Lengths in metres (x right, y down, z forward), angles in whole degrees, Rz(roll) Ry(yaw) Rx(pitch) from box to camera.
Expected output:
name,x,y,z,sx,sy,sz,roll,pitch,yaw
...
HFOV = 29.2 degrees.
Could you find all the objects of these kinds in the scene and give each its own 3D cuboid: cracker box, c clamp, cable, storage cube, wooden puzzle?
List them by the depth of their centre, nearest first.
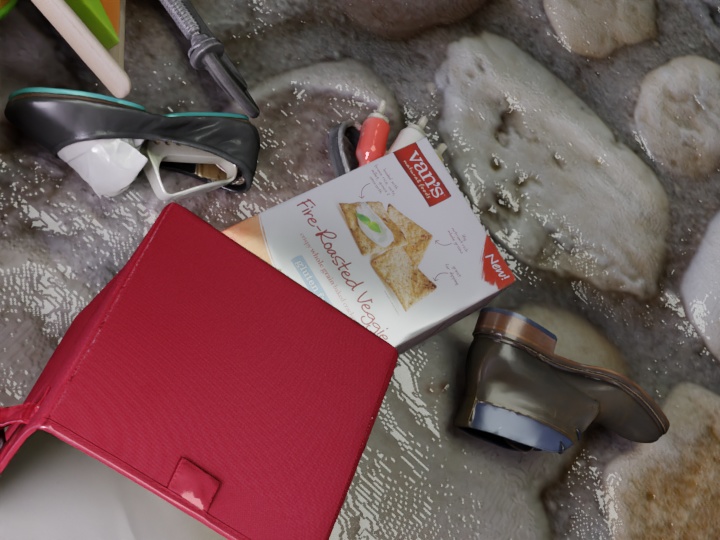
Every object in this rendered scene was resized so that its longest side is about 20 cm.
name,x,y,z,sx,sy,sz,roll,pitch,yaw
storage cube,-0.111,0.101,0.836,0.200,0.171,0.180,34,48,-12
wooden puzzle,-0.219,-0.236,0.971,0.185,0.037,0.200,51,13,-37
cracker box,0.000,0.000,1.027,0.200,0.058,0.134,-27,80,-30
c clamp,-0.144,-0.202,1.038,0.027,0.171,0.200,-36,77,0
cable,0.009,-0.054,1.099,0.097,0.050,0.200,32,49,-17

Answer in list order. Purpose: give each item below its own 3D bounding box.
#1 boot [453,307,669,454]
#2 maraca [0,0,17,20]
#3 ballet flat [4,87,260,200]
name,x,y,z,sx,sy,sz,roll,pitch,yaw
boot,0.157,0.116,1.099,0.200,0.075,0.097,31,71,-22
maraca,-0.296,-0.226,0.964,0.137,0.107,0.200,36,33,-9
ballet flat,-0.157,-0.088,0.999,0.200,0.068,0.069,3,73,-34
